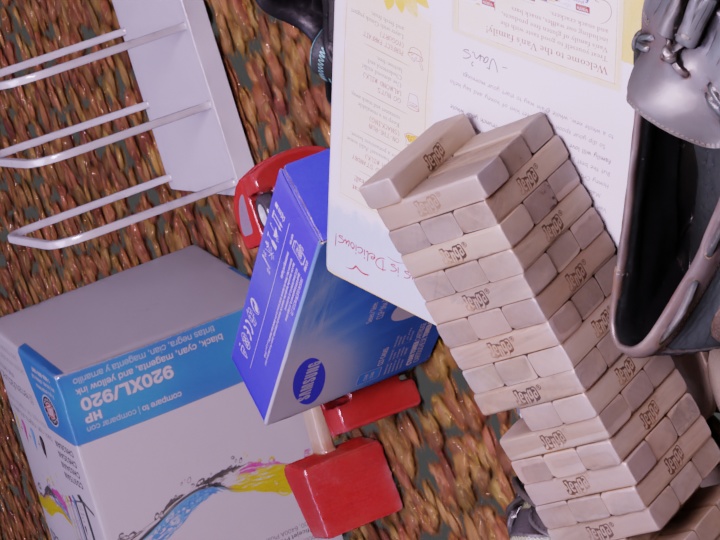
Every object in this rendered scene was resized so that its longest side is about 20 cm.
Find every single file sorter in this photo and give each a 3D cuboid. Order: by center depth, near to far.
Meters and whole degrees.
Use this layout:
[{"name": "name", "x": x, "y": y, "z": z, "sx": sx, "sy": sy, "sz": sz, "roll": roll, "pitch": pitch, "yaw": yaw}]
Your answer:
[{"name": "file sorter", "x": -0.161, "y": -0.124, "z": 1.532, "sx": 0.139, "sy": 0.124, "sz": 0.200, "roll": 8, "pitch": 116, "yaw": 68}]

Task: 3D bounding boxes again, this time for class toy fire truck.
[{"name": "toy fire truck", "x": -0.021, "y": 0.039, "z": 1.426, "sx": 0.200, "sy": 0.049, "sz": 0.141, "roll": 70, "pitch": 162, "yaw": 1}]

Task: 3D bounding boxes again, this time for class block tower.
[{"name": "block tower", "x": 0.078, "y": 0.037, "z": 1.001, "sx": 0.058, "sy": 0.054, "sz": 0.200, "roll": -18, "pitch": 107, "yaw": 45}]

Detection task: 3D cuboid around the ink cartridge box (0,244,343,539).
[{"name": "ink cartridge box", "x": -0.113, "y": 0.113, "z": 1.605, "sx": 0.147, "sy": 0.145, "sz": 0.200, "roll": 26, "pitch": 134, "yaw": 63}]

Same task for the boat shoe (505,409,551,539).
[{"name": "boat shoe", "x": 0.095, "y": 0.105, "z": 1.140, "sx": 0.201, "sy": 0.066, "sz": 0.072, "roll": 68, "pitch": 161, "yaw": 2}]

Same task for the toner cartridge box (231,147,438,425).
[{"name": "toner cartridge box", "x": 0.000, "y": 0.000, "z": 1.256, "sx": 0.043, "sy": 0.095, "sz": 0.200, "roll": 63, "pitch": 161, "yaw": 20}]

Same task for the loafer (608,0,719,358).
[{"name": "loafer", "x": 0.119, "y": -0.046, "z": 0.923, "sx": 0.072, "sy": 0.063, "sz": 0.200, "roll": 50, "pitch": 153, "yaw": 44}]

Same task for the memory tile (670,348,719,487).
[{"name": "memory tile", "x": 0.166, "y": 0.113, "z": 1.032, "sx": 0.153, "sy": 0.017, "sz": 0.200, "roll": 28, "pitch": 135, "yaw": 64}]

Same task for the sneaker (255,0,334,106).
[{"name": "sneaker", "x": 0.028, "y": -0.075, "z": 1.127, "sx": 0.200, "sy": 0.079, "sz": 0.075, "roll": 53, "pitch": 154, "yaw": 36}]

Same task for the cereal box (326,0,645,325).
[{"name": "cereal box", "x": 0.053, "y": -0.059, "z": 1.029, "sx": 0.144, "sy": 0.040, "sz": 0.200, "roll": 27, "pitch": 134, "yaw": 29}]
